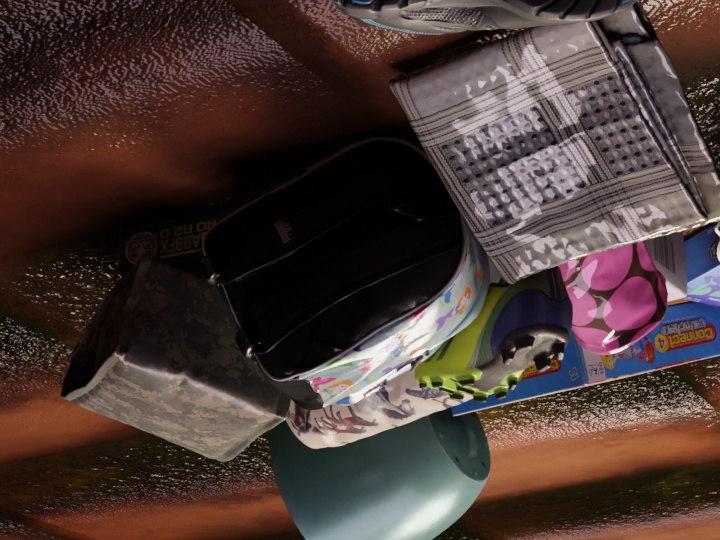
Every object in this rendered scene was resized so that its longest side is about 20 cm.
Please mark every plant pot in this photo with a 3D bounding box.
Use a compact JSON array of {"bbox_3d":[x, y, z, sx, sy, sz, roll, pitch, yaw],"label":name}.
[{"bbox_3d":[0.031,0.184,1.689,0.161,0.201,0.201,-29,147,22],"label":"plant pot"}]

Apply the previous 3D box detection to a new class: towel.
[{"bbox_3d":[0.146,-0.088,1.207,0.200,0.035,0.193,-18,115,29],"label":"towel"}]

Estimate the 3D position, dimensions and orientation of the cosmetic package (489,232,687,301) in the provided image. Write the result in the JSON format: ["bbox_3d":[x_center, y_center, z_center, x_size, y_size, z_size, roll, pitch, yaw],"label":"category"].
[{"bbox_3d":[0.178,0.000,1.497,0.200,0.074,0.102,-14,154,31],"label":"cosmetic package"}]

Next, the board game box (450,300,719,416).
[{"bbox_3d":[0.214,0.081,1.600,0.196,0.056,0.200,-8,173,-35],"label":"board game box"}]

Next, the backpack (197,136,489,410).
[{"bbox_3d":[0.000,0.000,1.334,0.200,0.178,0.151,-34,150,8],"label":"backpack"}]

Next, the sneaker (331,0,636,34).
[{"bbox_3d":[0.078,-0.187,1.073,0.200,0.073,0.082,2,174,5],"label":"sneaker"}]

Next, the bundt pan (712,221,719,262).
[{"bbox_3d":[0.388,-0.028,1.348,0.202,0.076,0.202,-9,138,-8],"label":"bundt pan"}]

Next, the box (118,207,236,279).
[{"bbox_3d":[-0.102,0.006,1.523,0.160,0.044,0.200,-11,155,17],"label":"box"}]

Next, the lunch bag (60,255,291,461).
[{"bbox_3d":[-0.160,0.088,1.481,0.164,0.118,0.200,22,150,-17],"label":"lunch bag"}]

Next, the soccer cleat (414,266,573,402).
[{"bbox_3d":[0.108,0.051,1.362,0.065,0.084,0.200,14,156,-23],"label":"soccer cleat"}]

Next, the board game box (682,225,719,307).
[{"bbox_3d":[0.388,-0.019,1.496,0.152,0.045,0.200,11,152,-27],"label":"board game box"}]

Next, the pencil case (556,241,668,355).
[{"bbox_3d":[0.179,-0.027,1.333,0.094,0.091,0.200,-33,129,-3],"label":"pencil case"}]

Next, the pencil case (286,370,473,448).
[{"bbox_3d":[0.020,0.099,1.510,0.200,0.078,0.089,-21,133,26],"label":"pencil case"}]
